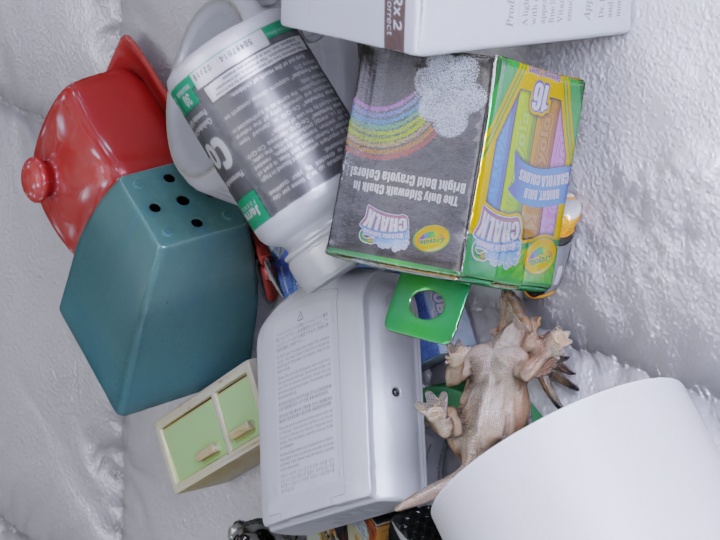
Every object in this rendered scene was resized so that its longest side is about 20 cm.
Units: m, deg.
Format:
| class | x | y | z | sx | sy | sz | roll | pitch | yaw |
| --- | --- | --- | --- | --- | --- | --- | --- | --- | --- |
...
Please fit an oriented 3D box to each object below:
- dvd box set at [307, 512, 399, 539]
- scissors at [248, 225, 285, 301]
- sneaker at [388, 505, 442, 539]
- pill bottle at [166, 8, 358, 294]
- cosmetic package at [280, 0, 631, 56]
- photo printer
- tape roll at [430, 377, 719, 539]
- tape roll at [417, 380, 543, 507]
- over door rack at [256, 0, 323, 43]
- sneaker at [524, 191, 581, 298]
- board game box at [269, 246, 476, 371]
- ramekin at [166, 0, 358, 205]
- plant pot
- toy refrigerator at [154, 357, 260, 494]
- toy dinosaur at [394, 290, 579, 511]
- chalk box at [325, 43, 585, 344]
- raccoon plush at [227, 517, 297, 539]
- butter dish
| class | x | y | z | sx | sy | sz | roll | pitch | yaw |
| --- | --- | --- | --- | --- | --- | --- | --- | --- | --- |
| dvd box set | -0.006 | 0.248 | 1.663 | 0.146 | 0.029 | 0.201 | 50 | 148 | 48 |
| scissors | -0.084 | -0.008 | 1.697 | 0.200 | 0.014 | 0.074 | 177 | 80 | -86 |
| sneaker | 0.091 | 0.260 | 1.463 | 0.199 | 0.070 | 0.091 | 31 | 120 | 31 |
| pill bottle | -0.054 | -0.091 | 1.494 | 0.201 | 0.113 | 0.113 | 58 | 142 | 2 |
| cosmetic package | 0.068 | -0.248 | 1.349 | 0.164 | 0.199 | 0.166 | 20 | 113 | 50 |
| photo printer | -0.018 | 0.102 | 1.558 | 0.166 | 0.069 | 0.202 | -25 | 62 | 49 |
| tape roll | 0.164 | 0.183 | 1.317 | 0.203 | 0.201 | 0.140 | -52 | 58 | 46 |
| tape roll | 0.092 | 0.188 | 1.549 | 0.200 | 0.048 | 0.202 | 17 | 112 | 52 |
| over door rack | -0.040 | -0.304 | 1.545 | 0.148 | 0.066 | 0.201 | 43 | 108 | 40 |
| sneaker | 0.085 | -0.039 | 1.484 | 0.199 | 0.078 | 0.078 | 27 | 124 | 47 |
| board game box | 0.000 | 0.000 | 1.636 | 0.199 | 0.043 | 0.202 | -31 | 72 | 52 |
| ramekin | -0.091 | -0.147 | 1.643 | 0.202 | 0.094 | 0.204 | -19 | 67 | 56 |
| plant pot | -0.177 | 0.004 | 1.769 | 0.142 | 0.140 | 0.201 | 56 | 148 | 29 |
| toy refrigerator | -0.119 | 0.145 | 1.812 | 0.200 | 0.070 | 0.077 | -33 | 71 | 52 |
| toy dinosaur | 0.101 | 0.105 | 1.424 | 0.085 | 0.136 | 0.201 | 22 | 78 | 18 |
| chalk box | 0.065 | -0.051 | 1.367 | 0.124 | 0.123 | 0.202 | 12 | 93 | 37 |
| raccoon plush | -0.091 | 0.324 | 1.814 | 0.135 | 0.096 | 0.201 | -87 | -1 | -45 |
| butter dish | -0.262 | -0.096 | 1.888 | 0.201 | 0.147 | 0.200 | 56 | 139 | 29 |
